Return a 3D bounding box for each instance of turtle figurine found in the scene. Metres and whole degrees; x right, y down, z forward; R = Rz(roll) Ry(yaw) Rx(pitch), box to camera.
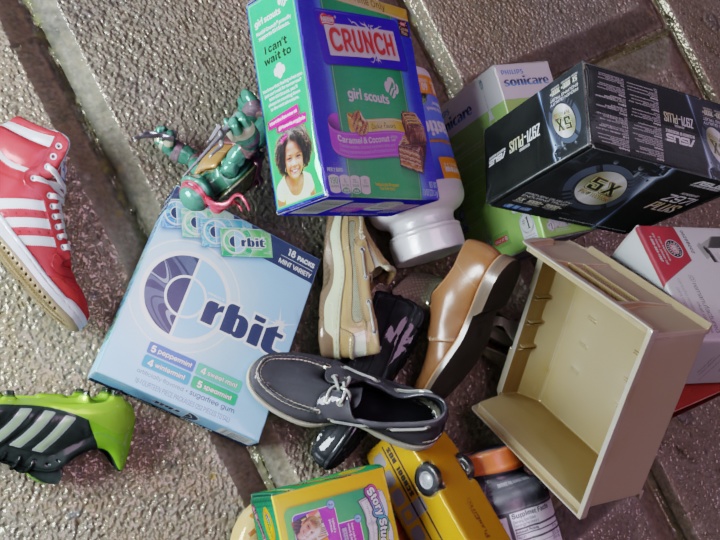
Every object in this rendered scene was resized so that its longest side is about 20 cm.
[{"bbox_3d":[-0.136,-0.121,0.886,0.200,0.148,0.102,-52,131,-42],"label":"turtle figurine"}]

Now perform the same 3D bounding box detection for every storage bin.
[{"bbox_3d":[0.216,0.096,0.898,0.093,0.198,0.203,-2,117,-31],"label":"storage bin"}]

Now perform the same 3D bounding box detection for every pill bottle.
[{"bbox_3d":[0.051,-0.111,0.996,0.111,0.112,0.203,-11,80,-30],"label":"pill bottle"},{"bbox_3d":[0.158,0.285,0.940,0.105,0.106,0.203,-9,80,-29],"label":"pill bottle"}]

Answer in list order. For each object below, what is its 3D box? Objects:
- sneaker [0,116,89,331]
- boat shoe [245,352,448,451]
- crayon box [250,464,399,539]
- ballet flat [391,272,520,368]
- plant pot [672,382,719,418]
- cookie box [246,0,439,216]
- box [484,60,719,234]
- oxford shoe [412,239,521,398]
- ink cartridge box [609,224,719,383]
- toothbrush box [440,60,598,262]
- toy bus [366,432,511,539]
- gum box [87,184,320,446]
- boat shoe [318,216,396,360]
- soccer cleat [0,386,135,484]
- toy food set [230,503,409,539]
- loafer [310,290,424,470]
[{"bbox_3d":[-0.285,-0.050,0.823,0.112,0.071,0.201,-39,93,-27],"label":"sneaker"},{"bbox_3d":[-0.009,0.115,0.854,0.197,0.063,0.073,18,58,-6],"label":"boat shoe"},{"bbox_3d":[-0.019,0.289,0.816,0.117,0.058,0.203,-7,79,-30],"label":"crayon box"},{"bbox_3d":[0.130,0.052,1.018,0.198,0.062,0.068,27,65,-18],"label":"ballet flat"},{"bbox_3d":[0.312,0.090,1.039,0.198,0.200,0.178,-13,70,-30],"label":"plant pot"},{"bbox_3d":[-0.015,-0.159,0.866,0.170,0.075,0.203,-4,82,-49],"label":"cookie box"},{"bbox_3d":[0.249,-0.113,0.903,0.197,0.163,0.087,9,71,-26],"label":"box"},{"bbox_3d":[0.098,0.060,0.965,0.071,0.202,0.071,34,18,29],"label":"oxford shoe"},{"bbox_3d":[0.374,0.034,0.936,0.197,0.083,0.148,0,53,-21],"label":"ink cartridge box"},{"bbox_3d":[0.171,-0.116,1.041,0.085,0.145,0.203,-12,80,-29],"label":"toothbrush box"},{"bbox_3d":[0.088,0.247,0.886,0.065,0.078,0.201,-1,53,-47],"label":"toy bus"},{"bbox_3d":[-0.147,0.045,0.884,0.168,0.044,0.202,27,63,-18],"label":"gum box"},{"bbox_3d":[0.000,0.000,0.941,0.075,0.072,0.203,0,64,4],"label":"boat shoe"},{"bbox_3d":[-0.292,0.142,0.770,0.197,0.067,0.082,4,86,-27],"label":"soccer cleat"},{"bbox_3d":[-0.031,0.308,0.866,0.195,0.049,0.203,-1,76,-28],"label":"toy food set"},{"bbox_3d":[-0.002,0.111,0.936,0.070,0.068,0.202,25,66,13],"label":"loafer"}]
